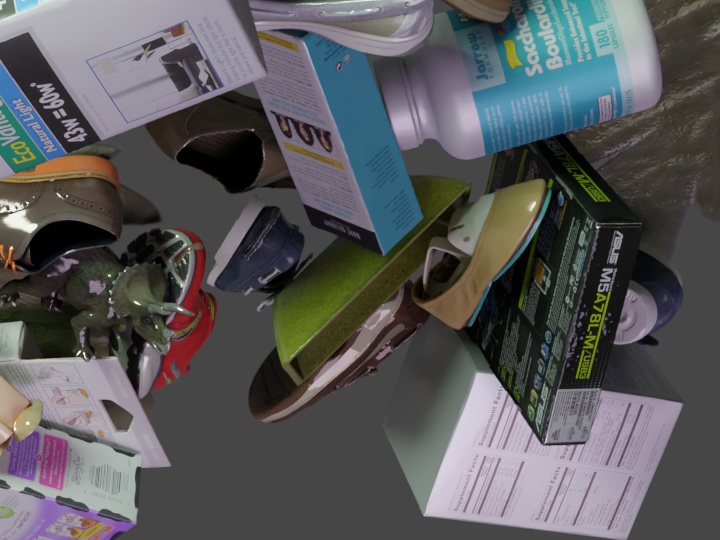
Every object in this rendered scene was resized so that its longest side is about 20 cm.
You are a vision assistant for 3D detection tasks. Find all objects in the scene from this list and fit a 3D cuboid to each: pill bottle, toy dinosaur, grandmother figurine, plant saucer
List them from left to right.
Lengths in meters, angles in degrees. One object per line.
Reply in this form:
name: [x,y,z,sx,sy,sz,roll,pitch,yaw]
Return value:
grandmother figurine: [-0.346,0.069,1.466,0.121,0.061,0.200,-41,115,16]
toy dinosaur: [-0.227,0.004,1.454,0.200,0.077,0.102,34,123,1]
plant saucer: [0.000,0.000,1.466,0.200,0.048,0.200,-44,173,-4]
pill bottle: [0.113,-0.148,1.345,0.199,0.111,0.111,-16,145,1]

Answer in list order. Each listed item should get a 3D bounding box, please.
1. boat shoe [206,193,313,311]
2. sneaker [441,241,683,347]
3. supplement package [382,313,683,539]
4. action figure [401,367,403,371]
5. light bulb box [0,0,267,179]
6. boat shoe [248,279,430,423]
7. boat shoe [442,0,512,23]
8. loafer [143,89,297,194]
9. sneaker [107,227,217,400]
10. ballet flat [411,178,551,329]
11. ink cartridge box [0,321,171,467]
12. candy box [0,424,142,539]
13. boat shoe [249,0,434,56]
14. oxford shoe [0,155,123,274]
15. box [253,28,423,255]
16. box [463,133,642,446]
boat shoe: [-0.076,-0.011,1.445,0.062,0.075,0.200,34,165,0]
sneaker: [0.186,0.006,1.618,0.199,0.146,0.081,15,109,21]
supplement package: [0.148,0.128,1.626,0.199,0.152,0.151,9,114,-20]
action figure: [0.136,0.073,1.716,0.199,0.052,0.065,-20,151,-2]
light bulb box: [-0.182,-0.186,1.104,0.199,0.199,0.125,-21,143,6]
boat shoe: [-0.016,0.080,1.638,0.075,0.075,0.202,26,128,-33]
boat shoe: [0.045,-0.233,1.235,0.200,0.073,0.063,28,107,-43]
loafer: [-0.079,-0.090,1.390,0.199,0.068,0.076,11,138,-32]
sneaker: [-0.158,0.027,1.539,0.085,0.077,0.200,-19,152,-32]
ballet flat: [0.087,-0.014,1.425,0.063,0.069,0.200,23,145,-3]
ink cartridge box: [-0.270,0.114,1.593,0.175,0.045,0.200,-5,146,6]
candy box: [-0.320,0.198,1.615,0.200,0.072,0.168,21,141,-29]
boat shoe: [-0.048,-0.195,1.206,0.201,0.075,0.065,16,155,6]
oxford shoe: [-0.279,-0.033,1.388,0.199,0.073,0.071,-13,145,-3]
box: [-0.023,-0.108,1.320,0.049,0.082,0.200,-43,134,-24]
box: [0.145,0.004,1.446,0.047,0.193,0.201,0,119,-18]
